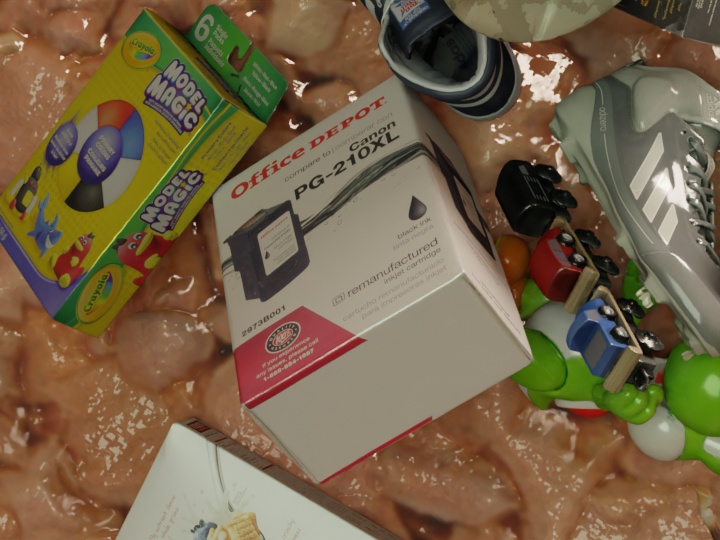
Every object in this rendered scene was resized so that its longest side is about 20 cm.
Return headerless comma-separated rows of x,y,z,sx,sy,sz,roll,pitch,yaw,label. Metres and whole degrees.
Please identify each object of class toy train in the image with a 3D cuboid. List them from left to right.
0.119,-0.002,1.047,0.046,0.200,0.034,13,122,-27,toy train

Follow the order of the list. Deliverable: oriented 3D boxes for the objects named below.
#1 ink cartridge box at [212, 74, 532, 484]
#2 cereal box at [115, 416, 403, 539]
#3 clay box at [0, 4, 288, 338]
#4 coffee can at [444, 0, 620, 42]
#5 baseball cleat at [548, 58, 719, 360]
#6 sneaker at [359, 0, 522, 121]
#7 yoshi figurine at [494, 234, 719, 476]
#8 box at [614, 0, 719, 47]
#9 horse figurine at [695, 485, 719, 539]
0.000,0.000,1.059,0.144,0.200,0.084,-31,127,13,ink cartridge box
-0.061,0.203,1.164,0.199,0.040,0.144,28,98,11,cereal box
-0.140,-0.072,1.143,0.200,0.048,0.115,-52,48,10,clay box
0.065,-0.239,1.018,0.146,0.146,0.200,-44,45,11,coffee can
0.182,-0.047,1.050,0.106,0.070,0.201,-32,56,8,baseball cleat
0.018,-0.174,1.096,0.070,0.108,0.200,-42,83,11,sneaker
0.156,0.047,1.076,0.199,0.112,0.113,28,91,8,yoshi figurine
0.187,-0.236,1.016,0.050,0.158,0.201,8,105,-22,box
0.276,0.161,1.068,0.199,0.050,0.133,-13,115,5,horse figurine
